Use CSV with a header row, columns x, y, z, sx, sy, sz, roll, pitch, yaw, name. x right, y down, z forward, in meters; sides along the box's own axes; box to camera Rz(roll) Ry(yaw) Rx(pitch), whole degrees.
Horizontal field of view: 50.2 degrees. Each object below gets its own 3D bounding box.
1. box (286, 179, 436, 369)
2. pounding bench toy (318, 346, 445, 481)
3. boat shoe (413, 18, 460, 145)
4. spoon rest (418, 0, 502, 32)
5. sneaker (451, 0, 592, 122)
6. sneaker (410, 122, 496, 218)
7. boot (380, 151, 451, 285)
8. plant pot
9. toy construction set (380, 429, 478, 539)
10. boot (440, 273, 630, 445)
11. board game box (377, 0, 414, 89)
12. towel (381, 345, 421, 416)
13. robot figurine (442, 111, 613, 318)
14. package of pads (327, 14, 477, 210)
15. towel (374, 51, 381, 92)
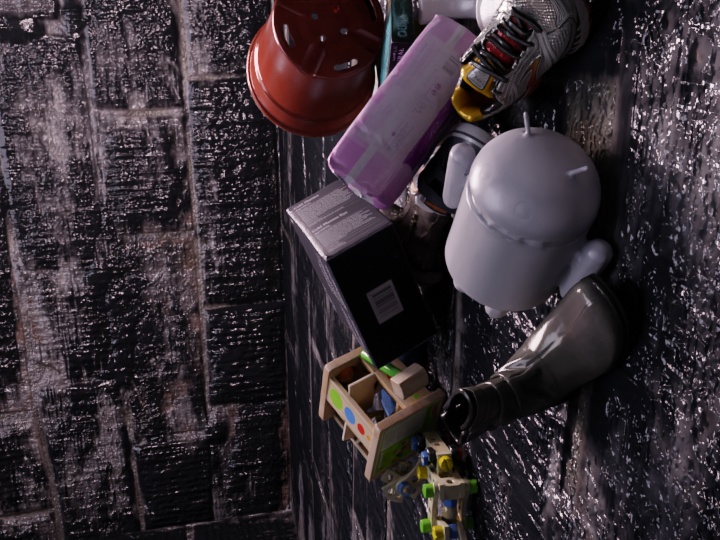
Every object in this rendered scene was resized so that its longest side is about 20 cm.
x,y,z,sx,sy,sz,roll,pitch,yaw,name
0.000,0.000,1.092,0.182,0.103,0.201,48,165,56,box
0.028,0.170,1.134,0.156,0.123,0.201,46,144,33,pounding bench toy
0.086,-0.232,0.982,0.063,0.072,0.203,93,171,-59,boat shoe
0.133,-0.276,0.803,0.200,0.060,0.101,37,132,57,spoon rest
0.136,-0.191,0.680,0.078,0.082,0.200,49,163,10,sneaker
0.108,-0.103,0.856,0.080,0.078,0.200,-58,3,-4,sneaker
0.082,-0.096,1.070,0.200,0.068,0.176,-125,31,-48,boot
-0.056,-0.308,1.072,0.195,0.198,0.204,159,106,-78,plant pot
0.101,0.300,1.067,0.200,0.091,0.133,-166,71,-66,toy construction set
0.142,0.091,0.657,0.068,0.129,0.201,58,158,27,boot
0.040,-0.241,0.949,0.201,0.028,0.137,97,175,-53,board game box
0.064,0.164,1.266,0.112,0.048,0.202,-121,29,-63,towel
0.140,-0.043,0.679,0.169,0.113,0.201,37,147,17,robot figurine
0.052,-0.164,0.825,0.201,0.075,0.120,-53,-6,3,package of pads
0.056,-0.256,1.166,0.201,0.048,0.173,-112,19,-56,towel
